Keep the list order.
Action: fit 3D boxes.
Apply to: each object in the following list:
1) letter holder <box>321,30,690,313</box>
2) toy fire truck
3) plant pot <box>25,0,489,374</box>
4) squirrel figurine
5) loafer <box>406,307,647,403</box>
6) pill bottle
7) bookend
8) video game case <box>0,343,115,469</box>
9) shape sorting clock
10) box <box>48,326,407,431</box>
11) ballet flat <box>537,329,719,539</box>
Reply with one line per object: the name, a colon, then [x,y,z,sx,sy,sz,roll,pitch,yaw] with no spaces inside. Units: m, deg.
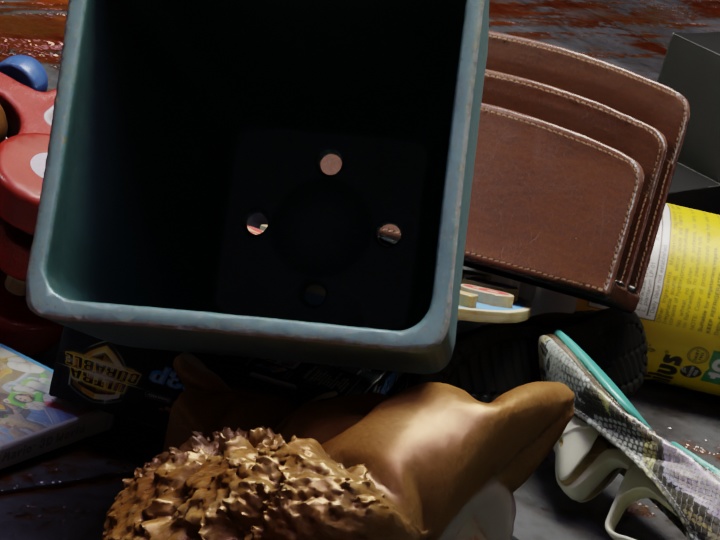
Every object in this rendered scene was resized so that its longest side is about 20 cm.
letter holder: [0.078,-0.073,1.439,0.199,0.143,0.101,16,-1,16]
toy fire truck: [-0.198,-0.057,1.407,0.200,0.112,0.168,29,36,11]
plant pot: [-0.034,-0.043,1.215,0.195,0.197,0.200,5,-13,9]
squirrel figurine: [-0.035,0.101,1.134,0.186,0.142,0.200,20,16,36]
loafer: [0.088,0.064,1.439,0.071,0.073,0.200,-3,2,41]
pill bottle: [0.167,0.009,1.561,0.199,0.113,0.113,13,19,-4]
bookend: [0.212,-0.075,1.696,0.092,0.199,0.200,30,25,34]
video game case: [-0.238,0.067,1.252,0.143,0.018,0.200,25,22,25]
shape sorting clock: [0.000,0.000,1.403,0.199,0.039,0.200,8,5,-1]
box: [-0.063,0.049,1.352,0.158,0.046,0.200,17,12,8]
ballet flat: [0.145,0.107,1.333,0.072,0.072,0.200,-4,34,-42]
